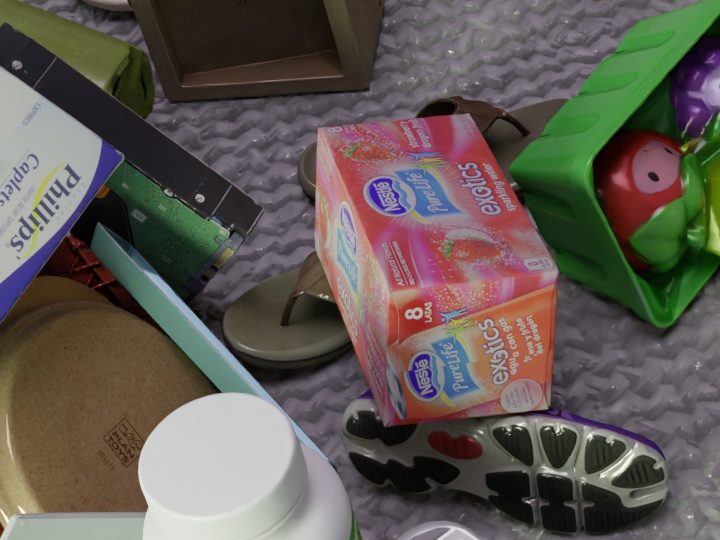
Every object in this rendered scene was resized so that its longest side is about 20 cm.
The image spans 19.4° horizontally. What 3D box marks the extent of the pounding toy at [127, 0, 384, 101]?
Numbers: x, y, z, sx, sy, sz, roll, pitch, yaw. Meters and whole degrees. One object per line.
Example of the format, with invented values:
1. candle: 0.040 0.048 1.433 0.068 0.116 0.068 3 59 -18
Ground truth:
1. pounding toy: -0.099 -0.240 1.535 0.200 0.184 0.142 -2 46 14

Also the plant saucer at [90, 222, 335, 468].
1. plant saucer: -0.093 0.051 1.287 0.019 0.070 0.200 -45 73 0

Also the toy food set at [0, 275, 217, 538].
1. toy food set: -0.152 0.108 1.232 0.049 0.200 0.198 -31 25 39

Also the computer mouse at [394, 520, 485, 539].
1. computer mouse: 0.084 0.219 1.114 0.110 0.044 0.200 -34 67 -9

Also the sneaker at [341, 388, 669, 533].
1. sneaker: 0.088 0.091 1.240 0.200 0.081 0.083 13 39 22

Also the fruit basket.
1. fruit basket: 0.228 -0.064 1.311 0.216 0.156 0.216 -22 31 14

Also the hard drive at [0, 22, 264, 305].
1. hard drive: -0.172 -0.059 1.348 0.200 0.140 0.038 36 56 -6

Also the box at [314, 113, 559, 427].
1. box: 0.040 -0.005 1.242 0.103 0.095 0.200 -6 32 -10

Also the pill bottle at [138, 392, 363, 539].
1. pill bottle: -0.052 0.159 1.123 0.111 0.200 0.111 -8 46 8

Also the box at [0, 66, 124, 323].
1. box: -0.250 -0.009 1.213 0.184 0.105 0.200 -56 13 -20

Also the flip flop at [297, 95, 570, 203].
1. flip flop: 0.052 -0.086 1.432 0.200 0.058 0.081 -5 46 12

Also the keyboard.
1. keyboard: -0.112 0.155 1.168 0.200 0.056 0.011 5 32 -37

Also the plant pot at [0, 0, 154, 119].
1. plant pot: -0.252 -0.115 1.476 0.190 0.200 0.200 13 51 12

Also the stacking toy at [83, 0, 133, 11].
1. stacking toy: -0.184 -0.313 1.619 0.146 0.200 0.146 -8 46 8

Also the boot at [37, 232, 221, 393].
1. boot: -0.171 0.031 1.351 0.200 0.107 0.075 25 55 32

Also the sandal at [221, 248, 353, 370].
1. sandal: 0.000 -0.001 1.364 0.201 0.057 0.080 -24 45 -8
